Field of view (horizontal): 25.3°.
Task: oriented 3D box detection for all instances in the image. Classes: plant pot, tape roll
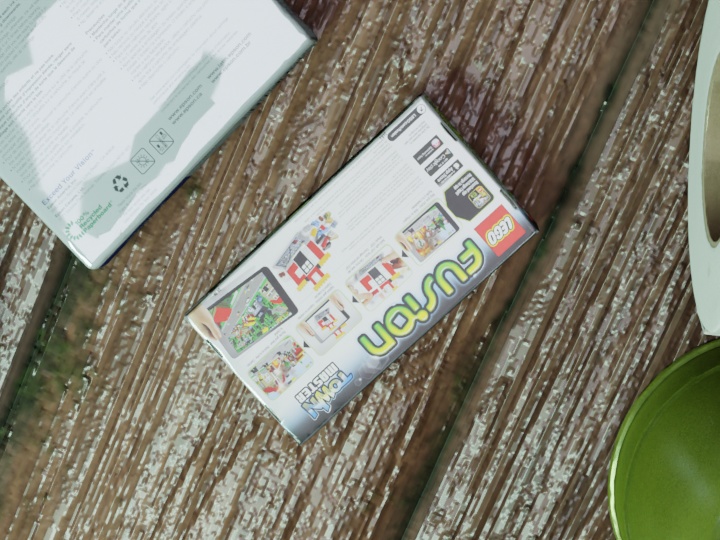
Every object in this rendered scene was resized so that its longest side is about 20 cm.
[{"bbox_3d":[0.249,0.153,0.911,0.198,0.193,0.203,1,100,3],"label":"plant pot"},{"bbox_3d":[0.211,-0.065,0.874,0.037,0.203,0.206,1,99,3],"label":"tape roll"}]

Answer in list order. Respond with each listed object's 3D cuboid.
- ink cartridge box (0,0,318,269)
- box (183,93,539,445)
[{"bbox_3d":[-0.161,-0.140,0.967,0.196,0.043,0.200,-44,91,9],"label":"ink cartridge box"},{"bbox_3d":[0.000,0.000,0.982,0.200,0.035,0.110,-42,95,9],"label":"box"}]
